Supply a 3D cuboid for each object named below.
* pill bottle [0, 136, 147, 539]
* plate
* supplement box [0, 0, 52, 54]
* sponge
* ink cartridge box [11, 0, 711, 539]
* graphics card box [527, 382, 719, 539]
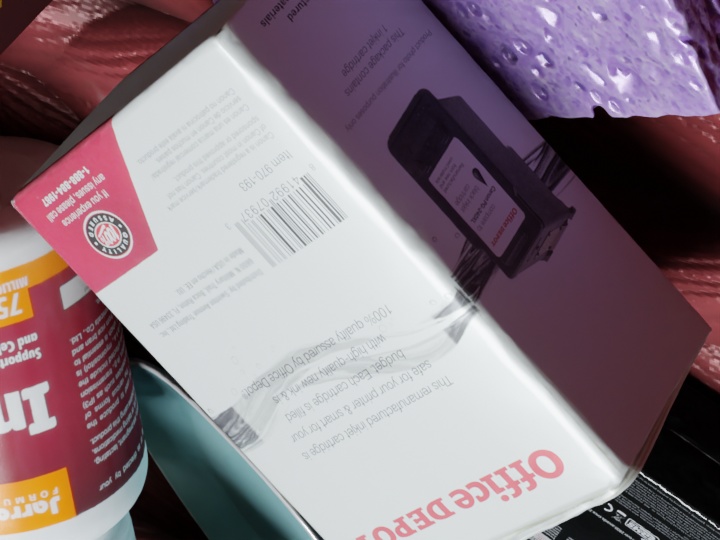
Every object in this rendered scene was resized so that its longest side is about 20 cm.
[{"bbox_3d":[-0.154,0.053,1.048,0.112,0.113,0.201,12,124,34],"label":"pill bottle"},{"bbox_3d":[-0.040,0.114,1.092,0.200,0.026,0.200,45,161,20],"label":"plate"},{"bbox_3d":[-0.199,-0.144,0.808,0.132,0.200,0.198,27,146,15],"label":"supplement box"},{"bbox_3d":[0.027,-0.101,0.805,0.199,0.030,0.112,2,132,43],"label":"sponge"},{"bbox_3d":[0.000,0.000,0.831,0.200,0.083,0.145,47,138,-11],"label":"ink cartridge box"},{"bbox_3d":[0.092,0.108,0.978,0.125,0.051,0.200,35,148,7],"label":"graphics card box"}]
